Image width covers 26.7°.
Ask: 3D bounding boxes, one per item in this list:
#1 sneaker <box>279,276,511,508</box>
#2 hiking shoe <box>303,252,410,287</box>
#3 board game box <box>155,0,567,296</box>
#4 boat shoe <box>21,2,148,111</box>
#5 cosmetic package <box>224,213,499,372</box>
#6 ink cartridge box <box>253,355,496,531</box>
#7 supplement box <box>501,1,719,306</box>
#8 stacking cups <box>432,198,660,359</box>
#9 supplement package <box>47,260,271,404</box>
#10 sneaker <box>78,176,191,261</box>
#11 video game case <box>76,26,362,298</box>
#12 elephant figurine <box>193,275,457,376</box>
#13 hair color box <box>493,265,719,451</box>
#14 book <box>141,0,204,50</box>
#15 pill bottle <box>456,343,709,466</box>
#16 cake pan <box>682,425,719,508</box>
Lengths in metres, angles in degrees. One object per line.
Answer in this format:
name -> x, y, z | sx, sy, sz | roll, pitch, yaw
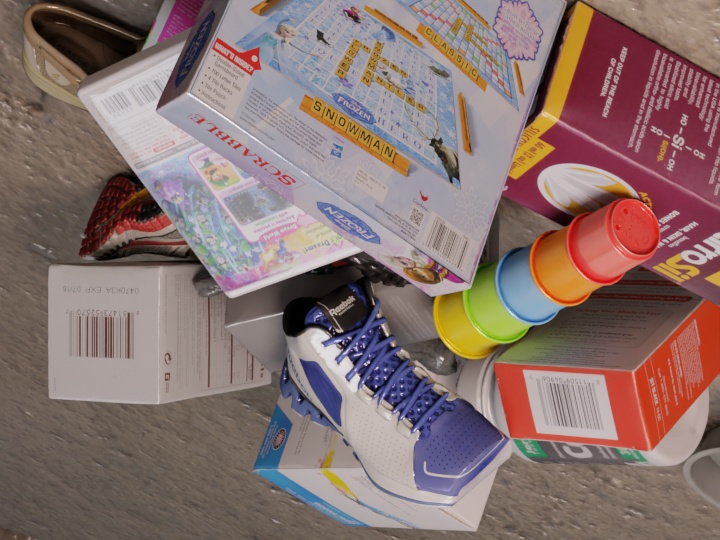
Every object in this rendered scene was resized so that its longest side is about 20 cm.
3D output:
sneaker -> 0.006, 0.075, 1.056 | 0.199, 0.080, 0.116 | 31, 148, 36
hiking shoe -> -0.023, -0.052, 1.104 | 0.198, 0.101, 0.076 | 11, 161, 22
board game box -> 0.009, -0.121, 0.845 | 0.199, 0.201, 0.041 | 34, 154, -26
boat shoe -> -0.160, -0.134, 1.117 | 0.198, 0.072, 0.065 | 23, 157, 0
cosmetic package -> 0.000, 0.000, 1.162 | 0.198, 0.108, 0.090 | -13, 144, 25
ink cartridge box -> 0.025, 0.161, 1.497 | 0.144, 0.148, 0.199 | 36, 153, -31
supplement box -> 0.184, -0.068, 0.955 | 0.199, 0.086, 0.110 | 26, 156, -12
stacking cups -> 0.123, 0.007, 0.984 | 0.060, 0.061, 0.200 | 29, 152, -19
supplement package -> -0.174, 0.050, 1.349 | 0.116, 0.119, 0.200 | 0, -179, 23
sneaker -> -0.182, -0.037, 1.338 | 0.082, 0.078, 0.199 | 31, 157, -31
video game case -> -0.051, -0.081, 0.957 | 0.199, 0.024, 0.183 | -20, 122, 26
elephant figurine -> -0.023, 0.049, 1.334 | 0.155, 0.141, 0.200 | 51, 180, 22
hair color box -> 0.193, 0.050, 1.064 | 0.110, 0.200, 0.064 | 1, 115, 38
book -> -0.064, -0.166, 1.006 | 0.133, 0.048, 0.200 | 27, 154, -11
pill bottle -> 0.186, 0.109, 1.295 | 0.199, 0.114, 0.113 | -6, 145, 46
cake pan -> 0.398, 0.193, 1.394 | 0.198, 0.037, 0.201 | 18, 156, 8
